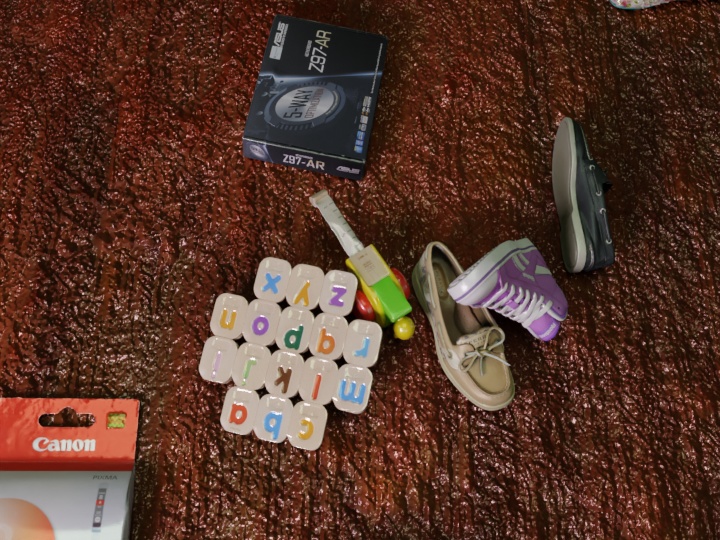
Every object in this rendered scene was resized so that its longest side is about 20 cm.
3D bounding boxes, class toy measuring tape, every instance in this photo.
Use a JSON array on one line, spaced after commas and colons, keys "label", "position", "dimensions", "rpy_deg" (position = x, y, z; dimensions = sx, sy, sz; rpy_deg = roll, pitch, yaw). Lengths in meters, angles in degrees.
[{"label": "toy measuring tape", "position": [0.000, 0.000, 1.051], "dimensions": [0.073, 0.074, 0.201], "rpy_deg": [-30, 71, -18]}]

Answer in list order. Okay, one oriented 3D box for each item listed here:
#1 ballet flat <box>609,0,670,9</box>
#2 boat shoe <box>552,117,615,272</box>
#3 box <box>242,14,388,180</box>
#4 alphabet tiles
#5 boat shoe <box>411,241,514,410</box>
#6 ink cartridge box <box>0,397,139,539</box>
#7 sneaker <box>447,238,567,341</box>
[{"label": "ballet flat", "position": [0.453, -0.425, 1.300], "dimensions": [0.195, 0.064, 0.077], "rpy_deg": [-11, 66, -10]}, {"label": "boat shoe", "position": [0.282, -0.095, 1.121], "dimensions": [0.064, 0.075, 0.204], "rpy_deg": [2, 65, -7]}, {"label": "box", "position": [-0.055, -0.226, 1.168], "dimensions": [0.156, 0.044, 0.204], "rpy_deg": [12, 64, 0]}, {"label": "alphabet tiles", "position": [-0.077, 0.090, 1.002], "dimensions": [0.195, 0.015, 0.200], "rpy_deg": [10, 77, 11]}, {"label": "boat shoe", "position": [0.116, 0.063, 1.035], "dimensions": [0.072, 0.063, 0.202], "rpy_deg": [-23, 69, -16]}, {"label": "ink cartridge box", "position": [-0.313, 0.224, 0.927], "dimensions": [0.158, 0.050, 0.204], "rpy_deg": [1, 68, -5]}, {"label": "sneaker", "position": [0.177, 0.029, 1.008], "dimensions": [0.199, 0.072, 0.115], "rpy_deg": [-17, 71, -55]}]
